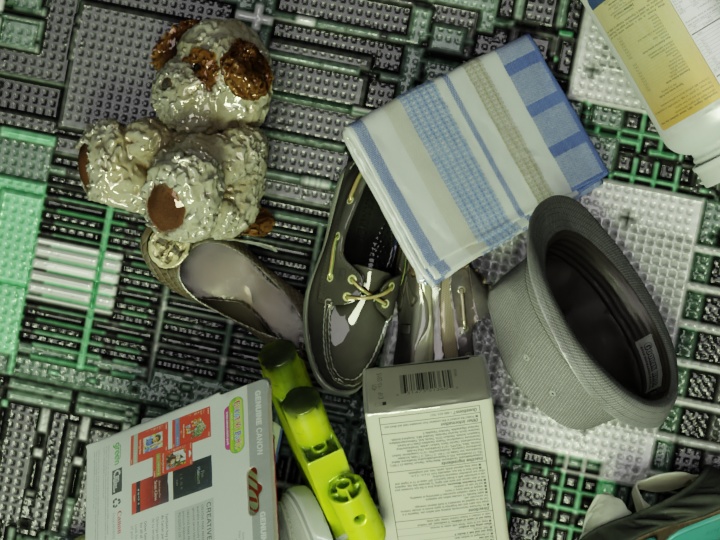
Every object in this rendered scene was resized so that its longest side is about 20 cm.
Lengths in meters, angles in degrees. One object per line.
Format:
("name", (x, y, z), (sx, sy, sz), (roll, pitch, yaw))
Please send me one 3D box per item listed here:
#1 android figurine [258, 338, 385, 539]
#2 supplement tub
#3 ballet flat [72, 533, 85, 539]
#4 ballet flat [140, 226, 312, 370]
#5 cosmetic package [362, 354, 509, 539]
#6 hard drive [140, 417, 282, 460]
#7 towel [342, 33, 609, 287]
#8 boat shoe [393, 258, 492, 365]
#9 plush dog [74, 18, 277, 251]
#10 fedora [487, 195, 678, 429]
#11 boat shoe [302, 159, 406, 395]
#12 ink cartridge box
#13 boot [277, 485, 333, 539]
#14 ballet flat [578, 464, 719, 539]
("android figurine", (-0.029, 0.152, 1.497), (0.041, 0.182, 0.201), (-25, 128, -6))
("supplement tub", (0.277, -0.181, 1.484), (0.144, 0.144, 0.201), (-30, 90, 3))
("ballet flat", (-0.180, 0.303, 1.564), (0.071, 0.071, 0.200), (-37, 90, 3))
("ballet flat", (-0.098, 0.019, 1.557), (0.200, 0.046, 0.068), (36, 93, 1))
("cosmetic package", (0.064, 0.174, 1.502), (0.105, 0.071, 0.201), (-6, 118, 2))
("hard drive", (-0.141, 0.219, 1.512), (0.131, 0.025, 0.201), (-2, 66, 30))
("towel", (0.094, -0.092, 1.517), (0.199, 0.024, 0.147), (-29, 89, -25))
("boat shoe", (0.070, 0.025, 1.545), (0.073, 0.074, 0.201), (3, 93, -16))
("plush dog", (-0.119, -0.118, 1.510), (0.160, 0.200, 0.173), (7, 101, -34))
("fedora", (0.168, 0.049, 1.506), (0.090, 0.177, 0.200), (-33, 98, 32))
("boat shoe", (0.000, 0.000, 1.520), (0.071, 0.061, 0.202), (11, 78, -17))
("ink cartridge box", (-0.117, 0.205, 1.418), (0.175, 0.084, 0.201), (-22, 49, 22))
("boot", (-0.063, 0.263, 1.440), (0.095, 0.074, 0.201), (-6, 58, -16))
("ballet flat", (0.226, 0.208, 1.511), (0.199, 0.068, 0.068), (-17, 54, -30))
